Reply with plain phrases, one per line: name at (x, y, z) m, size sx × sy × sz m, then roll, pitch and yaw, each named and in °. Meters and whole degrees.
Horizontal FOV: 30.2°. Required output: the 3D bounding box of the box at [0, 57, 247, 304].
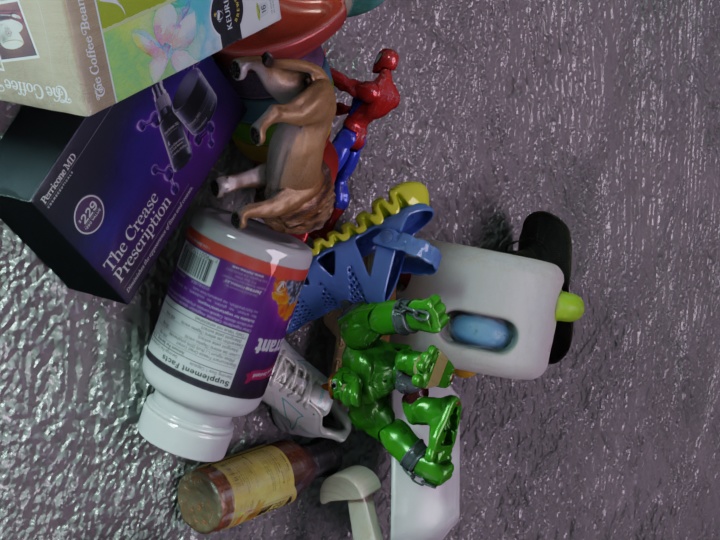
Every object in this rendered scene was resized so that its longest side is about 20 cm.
box at (-0.193, -0.099, 1.055) m, size 0.201 × 0.078 × 0.141 m, roll -62°, pitch 140°, yaw -22°

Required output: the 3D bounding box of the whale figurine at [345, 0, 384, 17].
whale figurine at (-0.009, -0.326, 1.176) m, size 0.102 × 0.159 × 0.202 m, roll -8°, pitch 118°, yaw -15°

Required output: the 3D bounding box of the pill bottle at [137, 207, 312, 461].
pill bottle at (-0.124, 0.057, 1.158) m, size 0.111 × 0.111 × 0.202 m, roll 8°, pitch 105°, yaw -55°

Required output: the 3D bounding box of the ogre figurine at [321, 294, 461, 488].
ogre figurine at (0.034, 0.106, 1.266) m, size 0.098 × 0.119 × 0.201 m, roll -52°, pitch 140°, yaw -27°

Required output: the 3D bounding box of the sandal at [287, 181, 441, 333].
sandal at (0.000, 0.000, 1.295) m, size 0.199 × 0.087 × 0.080 m, roll -36°, pitch 158°, yaw 1°

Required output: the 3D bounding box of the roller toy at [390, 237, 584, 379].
roller toy at (0.122, 0.047, 1.456) m, size 0.181 × 0.199 × 0.142 m, roll 10°, pitch 92°, yaw -45°

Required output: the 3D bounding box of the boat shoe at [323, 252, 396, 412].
boat shoe at (-0.006, 0.055, 1.373) m, size 0.074 × 0.068 × 0.203 m, roll 9°, pitch 85°, yaw -71°

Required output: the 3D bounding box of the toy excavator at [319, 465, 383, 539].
toy excavator at (-0.011, 0.325, 1.380) m, size 0.200 × 0.196 × 0.099 m, roll -43°, pitch 163°, yaw 34°

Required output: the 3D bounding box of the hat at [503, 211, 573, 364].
hat at (0.188, 0.020, 1.597) m, size 0.080 × 0.201 × 0.203 m, roll 0°, pitch 104°, yaw -13°

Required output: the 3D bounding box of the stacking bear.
stacking bear at (-0.069, -0.141, 1.195) m, size 0.114 × 0.121 × 0.201 m, roll -43°, pitch 140°, yaw -30°

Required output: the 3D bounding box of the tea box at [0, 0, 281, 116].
tea box at (-0.196, -0.209, 0.906) m, size 0.196 × 0.198 × 0.135 m, roll -39°, pitch 130°, yaw -43°

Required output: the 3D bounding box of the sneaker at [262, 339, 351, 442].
sneaker at (-0.068, 0.104, 1.294) m, size 0.071 × 0.080 × 0.200 m, roll -62°, pitch 141°, yaw -18°

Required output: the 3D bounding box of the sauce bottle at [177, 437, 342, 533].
sauce bottle at (-0.090, 0.202, 1.302) m, size 0.199 × 0.065 × 0.067 m, roll -10°, pitch 109°, yaw -51°

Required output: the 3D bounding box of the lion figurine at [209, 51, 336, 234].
lion figurine at (-0.055, -0.104, 1.101) m, size 0.122 × 0.073 × 0.201 m, roll -16°, pitch 143°, yaw -36°

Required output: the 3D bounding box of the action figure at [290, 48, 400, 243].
action figure at (-0.031, -0.134, 1.296) m, size 0.065 × 0.099 × 0.201 m, roll 5°, pitch 118°, yaw -58°

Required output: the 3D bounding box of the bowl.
bowl at (0.067, 0.202, 1.413) m, size 0.200 × 0.074 × 0.203 m, roll 82°, pitch 10°, yaw -75°
